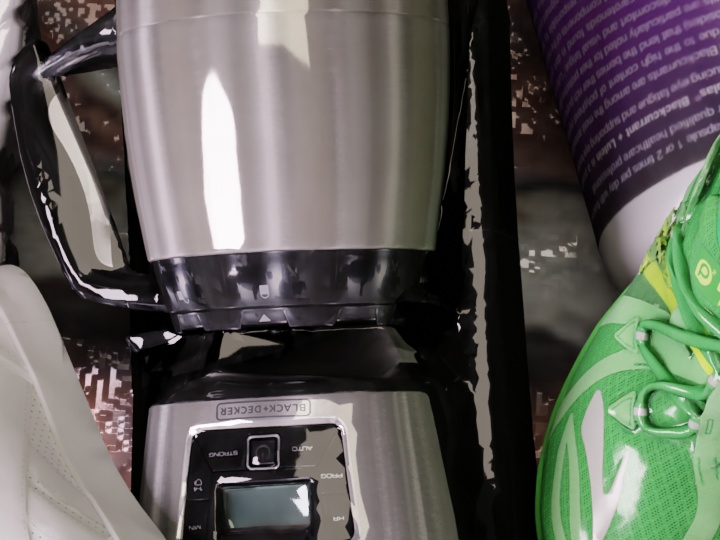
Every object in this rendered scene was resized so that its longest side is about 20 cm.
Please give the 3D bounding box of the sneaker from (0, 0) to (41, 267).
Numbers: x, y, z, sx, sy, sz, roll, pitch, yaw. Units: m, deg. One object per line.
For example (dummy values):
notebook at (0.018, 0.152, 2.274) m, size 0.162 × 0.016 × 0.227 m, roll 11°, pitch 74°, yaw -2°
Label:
sneaker at (-0.146, -0.049, 0.896) m, size 0.082 × 0.075 × 0.200 m, roll 4°, pitch 70°, yaw -1°

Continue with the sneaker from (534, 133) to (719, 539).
sneaker at (0.101, 0.009, 0.777) m, size 0.074 × 0.084 × 0.200 m, roll 31°, pitch 101°, yaw 17°

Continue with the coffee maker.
coffee maker at (0.000, 0.000, 0.841) m, size 0.135 × 0.192 × 0.200 m, roll -4°, pitch 87°, yaw 37°

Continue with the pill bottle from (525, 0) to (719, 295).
pill bottle at (0.118, -0.052, 0.883) m, size 0.111 × 0.111 × 0.200 m, roll -12°, pitch 70°, yaw -6°

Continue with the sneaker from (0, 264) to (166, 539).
sneaker at (-0.115, 0.084, 0.751) m, size 0.115 × 0.074 × 0.200 m, roll -6°, pitch 47°, yaw -32°
